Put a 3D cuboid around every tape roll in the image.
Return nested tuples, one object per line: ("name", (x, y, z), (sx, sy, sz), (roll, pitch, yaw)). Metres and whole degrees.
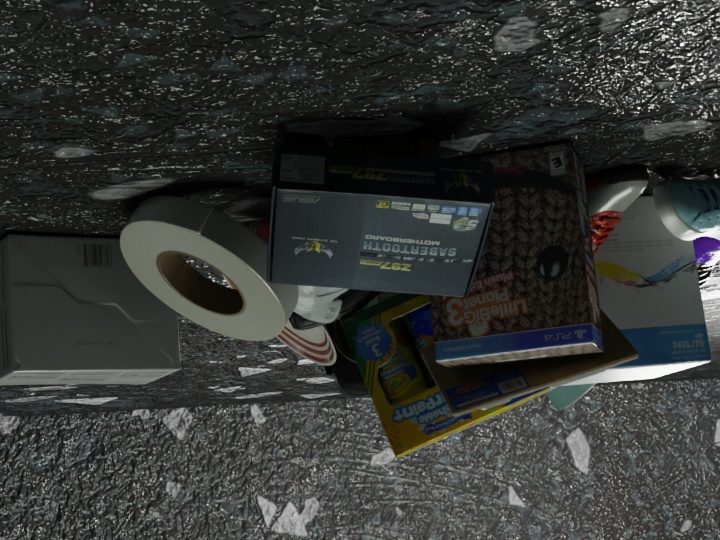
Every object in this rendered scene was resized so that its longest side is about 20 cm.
("tape roll", (-0.160, 0.000, 1.414), (0.201, 0.037, 0.203), (22, 151, 13))

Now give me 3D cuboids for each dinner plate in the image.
("dinner plate", (-0.099, 0.039, 1.653), (0.024, 0.200, 0.200), (-44, -177, -20))

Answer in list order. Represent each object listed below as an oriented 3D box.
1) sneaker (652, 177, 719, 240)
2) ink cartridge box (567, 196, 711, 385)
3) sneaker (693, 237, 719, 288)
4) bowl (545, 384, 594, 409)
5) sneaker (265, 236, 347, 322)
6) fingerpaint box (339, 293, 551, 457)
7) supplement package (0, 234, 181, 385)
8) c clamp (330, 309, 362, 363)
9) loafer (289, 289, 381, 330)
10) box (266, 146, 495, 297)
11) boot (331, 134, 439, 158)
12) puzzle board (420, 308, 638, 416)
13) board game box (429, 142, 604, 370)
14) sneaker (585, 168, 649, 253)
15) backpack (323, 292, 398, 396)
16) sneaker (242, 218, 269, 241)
("sneaker", (0.399, -0.080, 1.487), (0.199, 0.075, 0.082), (1, 153, -48))
("ink cartridge box", (0.306, 0.025, 1.597), (0.145, 0.202, 0.147), (-3, 169, -18))
("sneaker", (0.440, 0.001, 1.791), (0.069, 0.101, 0.200), (-2, 169, -27))
("bowl", (0.287, 0.077, 1.815), (0.105, 0.201, 0.201), (37, 162, -4))
("sneaker", (-0.014, -0.011, 1.462), (0.198, 0.076, 0.115), (-13, 145, -20))
("fingerpaint box", (0.100, 0.095, 1.516), (0.198, 0.168, 0.073), (-23, 170, 4))
("supplement package", (-0.324, 0.048, 1.550), (0.198, 0.157, 0.111), (2, 166, -32))
("c clamp", (0.054, 0.054, 1.589), (0.169, 0.202, 0.027), (19, -177, 15))
("loafer", (0.000, 0.000, 1.532), (0.199, 0.071, 0.068), (-30, -169, -2))
("box", (0.014, -0.041, 1.232), (0.198, 0.051, 0.158), (5, 148, -4))
("boot", (0.003, -0.082, 1.296), (0.096, 0.075, 0.200), (8, 156, -13))
("puzzle board", (0.173, 0.090, 1.406), (0.198, 0.018, 0.151), (-18, -155, -4))
("board game box", (0.152, -0.011, 1.351), (0.158, 0.202, 0.097), (-9, 169, 15))
("sneaker", (0.247, -0.029, 1.483), (0.067, 0.109, 0.201), (5, 155, -46))
("backpack", (0.059, 0.054, 1.699), (0.199, 0.179, 0.150), (-12, 173, -39))
("sneaker", (-0.053, -0.022, 1.536), (0.086, 0.075, 0.200), (-17, 166, 27))
